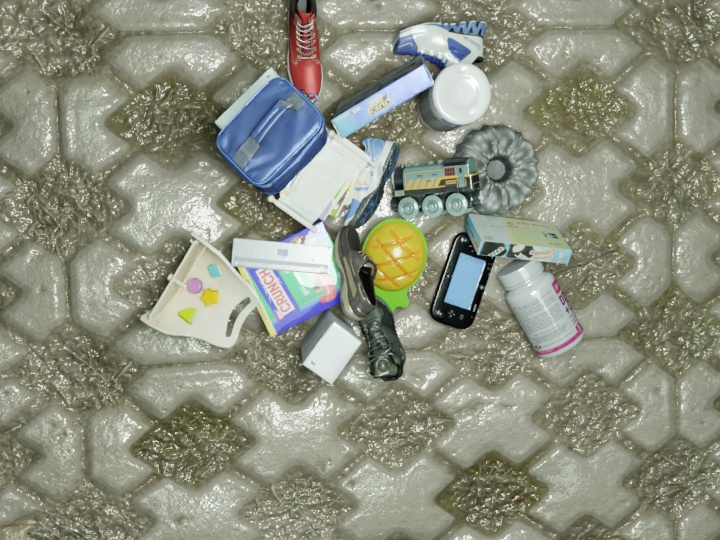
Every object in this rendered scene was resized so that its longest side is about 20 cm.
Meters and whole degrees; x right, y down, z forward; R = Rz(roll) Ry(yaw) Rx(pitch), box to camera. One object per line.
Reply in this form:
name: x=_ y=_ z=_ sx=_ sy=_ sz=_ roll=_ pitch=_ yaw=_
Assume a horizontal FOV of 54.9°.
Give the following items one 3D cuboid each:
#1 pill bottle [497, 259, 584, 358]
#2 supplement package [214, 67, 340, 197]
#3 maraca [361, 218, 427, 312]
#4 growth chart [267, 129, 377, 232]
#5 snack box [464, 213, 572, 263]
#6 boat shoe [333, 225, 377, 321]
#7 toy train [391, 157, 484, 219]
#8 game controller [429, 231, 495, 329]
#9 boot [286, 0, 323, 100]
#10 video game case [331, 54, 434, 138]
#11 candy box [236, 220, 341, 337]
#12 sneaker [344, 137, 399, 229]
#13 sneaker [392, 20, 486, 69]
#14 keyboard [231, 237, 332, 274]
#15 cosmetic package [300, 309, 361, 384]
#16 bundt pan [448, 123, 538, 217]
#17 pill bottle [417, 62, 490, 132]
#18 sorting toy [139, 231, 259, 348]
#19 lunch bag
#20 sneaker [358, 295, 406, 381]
pill bottle: x=0.379 y=0.073 z=1.469 sx=0.113 sy=0.113 sz=0.201 roll=-32 pitch=97 yaw=-3
supplement package: x=-0.164 y=-0.268 z=1.385 sx=0.156 sy=0.111 sz=0.200 roll=-44 pitch=97 yaw=-2
maraca: x=0.064 y=-0.009 z=1.434 sx=0.136 sy=0.107 sz=0.202 roll=16 pitch=104 yaw=2
growth chart: x=-0.067 y=-0.170 z=1.355 sx=0.200 sy=0.018 sz=0.145 roll=-49 pitch=122 yaw=1
snack box: x=0.327 y=-0.067 z=1.445 sx=0.198 sy=0.117 sz=0.037 roll=6 pitch=122 yaw=-10
boat shoe: x=0.000 y=0.000 z=1.378 sx=0.073 sy=0.074 sz=0.202 roll=-22 pitch=65 yaw=30
toy train: x=0.153 y=-0.168 z=1.415 sx=0.198 sy=0.085 sz=0.115 roll=-2 pitch=99 yaw=26
game controller: x=0.221 y=0.022 z=1.485 sx=0.103 sy=0.042 sz=0.202 roll=18 pitch=93 yaw=-7
boot: x=-0.110 y=-0.441 z=1.361 sx=0.072 sy=0.144 sz=0.203 roll=-7 pitch=97 yaw=-7
video game case: x=0.044 y=-0.339 z=1.341 sx=0.199 sy=0.182 sz=0.046 roll=-28 pitch=108 yaw=14
candy box: x=-0.133 y=0.014 z=1.427 sx=0.198 sy=0.077 sz=0.170 roll=-26 pitch=96 yaw=-3
sneaker: x=0.010 y=-0.180 z=1.440 sx=0.076 sy=0.076 sz=0.202 roll=25 pitch=92 yaw=15
sneaker: x=0.171 y=-0.443 z=1.423 sx=0.197 sy=0.081 sz=0.117 roll=-8 pitch=93 yaw=-7
keyboard: x=-0.156 y=-0.028 z=1.382 sx=0.197 sy=0.011 sz=0.057 roll=5 pitch=85 yaw=-5
cosmetic package: x=-0.063 y=0.146 z=1.383 sx=0.071 sy=0.200 sz=0.102 roll=36 pitch=91 yaw=-8
bundt pan: x=0.287 y=-0.212 z=1.457 sx=0.199 sy=0.076 sz=0.205 roll=0 pitch=94 yaw=-7
pill bottle: x=0.177 y=-0.336 z=1.372 sx=0.112 sy=0.200 sz=0.115 roll=-1 pitch=95 yaw=-7
sorting toy: x=-0.301 y=0.058 z=1.379 sx=0.179 sy=0.107 sz=0.201 roll=33 pitch=93 yaw=5
lunch bag: x=-0.151 y=-0.246 z=1.254 sx=0.136 sy=0.132 sz=0.200 roll=43 pitch=91 yaw=3
sneaker: x=0.040 y=0.143 z=1.415 sx=0.075 sy=0.114 sz=0.201 roll=-18 pitch=112 yaw=10
